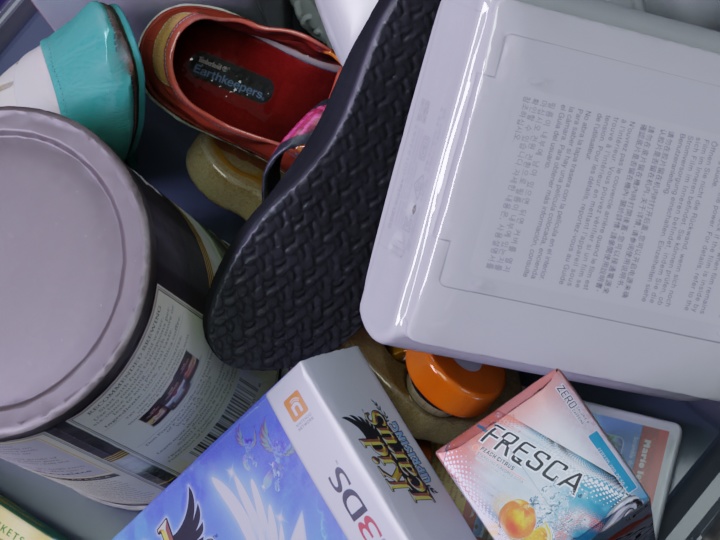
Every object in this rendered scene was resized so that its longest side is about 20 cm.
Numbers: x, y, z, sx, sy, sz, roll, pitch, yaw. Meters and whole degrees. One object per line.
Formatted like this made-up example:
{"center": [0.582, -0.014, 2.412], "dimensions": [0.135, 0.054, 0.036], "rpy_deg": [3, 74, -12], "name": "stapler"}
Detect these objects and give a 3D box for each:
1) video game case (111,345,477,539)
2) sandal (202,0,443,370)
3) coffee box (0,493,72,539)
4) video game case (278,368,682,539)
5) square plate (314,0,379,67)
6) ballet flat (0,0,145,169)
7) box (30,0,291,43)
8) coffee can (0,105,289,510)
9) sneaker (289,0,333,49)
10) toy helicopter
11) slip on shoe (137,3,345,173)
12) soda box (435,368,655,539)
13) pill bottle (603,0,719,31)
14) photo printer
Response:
{"center": [-0.026, 0.164, 1.122], "dimensions": [0.200, 0.045, 0.182], "rpy_deg": [-44, 70, 36], "name": "video game case"}
{"center": [-0.006, -0.044, 1.097], "dimensions": [0.075, 0.045, 0.200], "rpy_deg": [28, 92, -31], "name": "sandal"}
{"center": [-0.223, 0.193, 1.180], "dimensions": [0.123, 0.044, 0.200], "rpy_deg": [28, 84, 38], "name": "coffee box"}
{"center": [0.042, 0.120, 1.191], "dimensions": [0.199, 0.017, 0.143], "rpy_deg": [13, 80, 12], "name": "video game case"}
{"center": [0.045, -0.218, 1.106], "dimensions": [0.198, 0.028, 0.200], "rpy_deg": [-23, 80, 6], "name": "square plate"}
{"center": [-0.140, -0.072, 1.167], "dimensions": [0.070, 0.200, 0.068], "rpy_deg": [-15, 82, -9], "name": "ballet flat"}
{"center": [-0.099, -0.209, 1.216], "dimensions": [0.106, 0.152, 0.201], "rpy_deg": [-4, 76, 6], "name": "box"}
{"center": [-0.131, 0.024, 1.136], "dimensions": [0.146, 0.200, 0.147], "rpy_deg": [-4, 75, 15], "name": "coffee can"}
{"center": [0.008, -0.122, 1.229], "dimensions": [0.081, 0.075, 0.201], "rpy_deg": [-12, 69, 16], "name": "sneaker"}
{"center": [0.000, 0.000, 1.172], "dimensions": [0.200, 0.132, 0.079], "rpy_deg": [45, 126, 6], "name": "toy helicopter"}
{"center": [-0.008, -0.070, 1.136], "dimensions": [0.200, 0.061, 0.074], "rpy_deg": [22, 89, -8], "name": "slip on shoe"}
{"center": [0.085, 0.101, 1.075], "dimensions": [0.064, 0.200, 0.068], "rpy_deg": [-34, 77, 0], "name": "soda box"}
{"center": [0.177, -0.173, 1.154], "dimensions": [0.200, 0.113, 0.114], "rpy_deg": [-22, 75, -2], "name": "pill bottle"}
{"center": [0.114, -0.031, 1.085], "dimensions": [0.200, 0.069, 0.167], "rpy_deg": [11, 99, -23], "name": "photo printer"}
